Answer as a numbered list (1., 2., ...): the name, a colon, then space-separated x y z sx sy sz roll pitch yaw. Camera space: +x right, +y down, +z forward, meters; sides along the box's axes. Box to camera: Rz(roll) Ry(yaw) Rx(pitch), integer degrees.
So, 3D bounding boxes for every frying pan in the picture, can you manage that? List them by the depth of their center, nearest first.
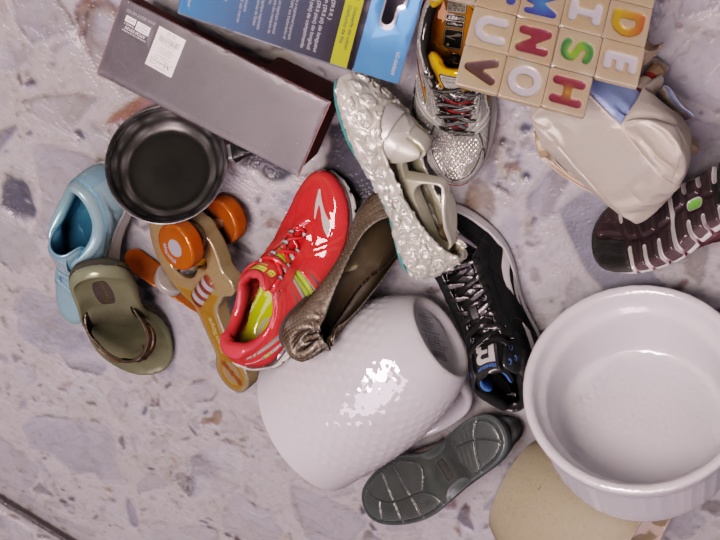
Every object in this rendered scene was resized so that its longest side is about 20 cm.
1. frying pan: -0.148 -0.117 1.058 0.189 0.031 0.116 -33 79 -8

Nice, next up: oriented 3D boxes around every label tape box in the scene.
1. label tape box: -0.040 -0.257 0.936 0.197 0.066 0.145 17 123 0

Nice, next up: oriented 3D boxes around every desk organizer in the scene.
1. desk organizer: -0.119 -0.166 0.999 0.198 0.077 0.072 27 111 3

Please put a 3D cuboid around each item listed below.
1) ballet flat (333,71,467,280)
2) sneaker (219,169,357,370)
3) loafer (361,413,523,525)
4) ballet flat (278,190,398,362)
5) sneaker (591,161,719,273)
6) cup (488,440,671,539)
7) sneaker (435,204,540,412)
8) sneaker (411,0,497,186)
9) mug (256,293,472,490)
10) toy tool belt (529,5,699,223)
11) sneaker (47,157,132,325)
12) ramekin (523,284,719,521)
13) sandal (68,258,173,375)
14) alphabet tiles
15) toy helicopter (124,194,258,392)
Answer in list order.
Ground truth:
1. ballet flat: 0.044 -0.085 0.985 0.071 0.072 0.202 -15 114 21
2. sneaker: -0.067 0.001 1.049 0.076 0.085 0.203 26 94 29
3. loafer: 0.089 0.210 1.194 0.199 0.062 0.073 -35 72 31
4. ballet flat: 0.000 0.000 1.035 0.201 0.046 0.067 -51 125 -6
5. sneaker: 0.306 -0.035 0.990 0.114 0.077 0.199 17 154 -36
6. cup: 0.211 0.249 1.129 0.142 0.199 0.203 28 127 25
7. sneaker: 0.115 0.041 1.053 0.072 0.112 0.201 -23 114 23
8. sneaker: 0.074 -0.161 0.957 0.076 0.083 0.203 1 122 11
9. mug: 0.027 0.116 1.114 0.174 0.149 0.199 -34 138 25
10. toy tool belt: 0.194 -0.144 0.936 0.200 0.123 0.125 44 133 -1
11. sneaker: -0.280 -0.020 1.114 0.073 0.082 0.202 34 126 19
12. ramekin: 0.250 0.124 1.023 0.197 0.203 0.098 -5 145 16
13. sandal: -0.241 0.059 1.138 0.079 0.058 0.202 -17 149 0
14. alphabet tiles: 0.141 -0.217 0.862 0.164 0.203 0.008 15 163 3
15. toy helicopter: -0.157 0.028 1.126 0.131 0.079 0.203 -6 110 43
